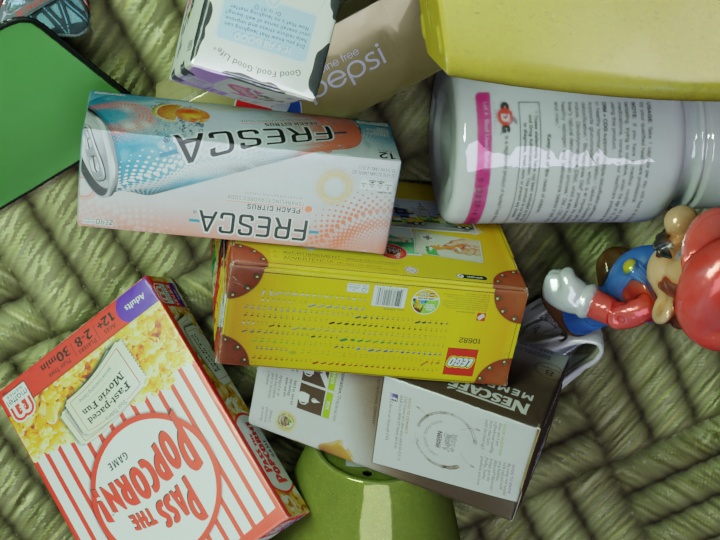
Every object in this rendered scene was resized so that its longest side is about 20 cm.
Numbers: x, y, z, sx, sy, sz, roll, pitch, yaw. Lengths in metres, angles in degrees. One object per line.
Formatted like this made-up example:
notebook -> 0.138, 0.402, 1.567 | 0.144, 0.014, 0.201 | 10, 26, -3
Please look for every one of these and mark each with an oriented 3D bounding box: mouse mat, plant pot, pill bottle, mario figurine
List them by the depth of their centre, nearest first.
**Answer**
plant pot -> 0.110, -0.178, 0.634 | 0.174, 0.200, 0.203 | -8, 104, 1
mouse mat -> -0.251, -0.082, 0.864 | 0.198, 0.008, 0.161 | -30, 156, 10
mario figurine -> 0.200, -0.009, 0.907 | 0.106, 0.200, 0.124 | 36, 73, -16
pill bottle -> 0.152, -0.089, 0.911 | 0.197, 0.114, 0.115 | -1, 119, -7
plant pot -> 0.003, 0.211, 1.014 | 0.184, 0.188, 0.202 | 1, 119, -8

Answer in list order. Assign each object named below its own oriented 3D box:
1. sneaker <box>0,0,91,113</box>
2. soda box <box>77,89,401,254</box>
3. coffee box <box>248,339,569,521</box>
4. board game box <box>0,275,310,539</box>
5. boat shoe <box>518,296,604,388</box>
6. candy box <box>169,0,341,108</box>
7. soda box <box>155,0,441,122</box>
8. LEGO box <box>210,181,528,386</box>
sneaker -> -0.250, -0.118, 0.861 | 0.095, 0.080, 0.200 | 38, 108, -26
soda box -> -0.076, -0.062, 0.846 | 0.197, 0.064, 0.069 | 5, 118, -10
coffee box -> 0.036, 0.085, 0.949 | 0.198, 0.114, 0.081 | 19, 118, 13
board game box -> -0.151, 0.130, 0.964 | 0.151, 0.046, 0.201 | -37, 77, 13
boat shoe -> 0.099, 0.093, 1.029 | 0.199, 0.070, 0.071 | -38, 119, 14
candy box -> -0.047, -0.198, 0.755 | 0.071, 0.168, 0.203 | 13, 92, -13
soda box -> -0.036, -0.132, 0.888 | 0.198, 0.068, 0.064 | -27, 118, 8
LEGO box -> 0.000, 0.000, 0.919 | 0.197, 0.149, 0.078 | 6, 119, -10
